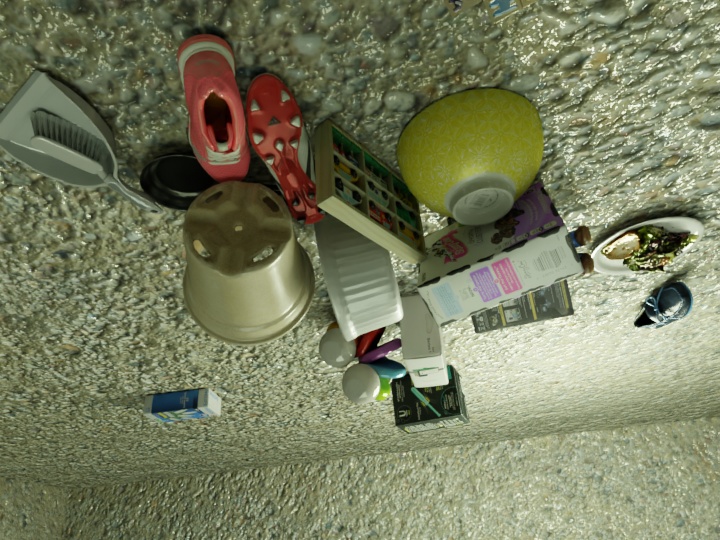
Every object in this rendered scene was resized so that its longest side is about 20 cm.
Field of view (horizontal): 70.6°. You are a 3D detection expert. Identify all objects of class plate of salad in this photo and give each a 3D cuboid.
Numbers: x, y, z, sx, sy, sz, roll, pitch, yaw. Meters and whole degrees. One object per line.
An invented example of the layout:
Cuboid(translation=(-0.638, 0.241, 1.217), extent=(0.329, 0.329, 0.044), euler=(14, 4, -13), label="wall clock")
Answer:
Cuboid(translation=(0.535, -0.034, 0.951), extent=(0.199, 0.048, 0.200), euler=(-4, 149, -2), label="plate of salad")

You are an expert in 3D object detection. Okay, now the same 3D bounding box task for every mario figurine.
Cuboid(translation=(0.287, -0.019, 0.863), extent=(0.199, 0.124, 0.106), euler=(-8, 147, 17), label="mario figurine")

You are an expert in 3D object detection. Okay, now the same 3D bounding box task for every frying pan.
Cuboid(translation=(-0.203, -0.129, 0.690), extent=(0.189, 0.031, 0.115), euler=(-12, 149, 6), label="frying pan")

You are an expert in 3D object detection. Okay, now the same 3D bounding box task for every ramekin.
Cuboid(translation=(0.000, 0.000, 0.786), extent=(0.097, 0.202, 0.201), euler=(-14, 150, 2), label="ramekin")

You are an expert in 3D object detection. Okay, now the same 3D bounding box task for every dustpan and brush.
Cuboid(translation=(-0.332, -0.134, 0.632), extent=(0.139, 0.058, 0.200), euler=(-25, 144, 30), label="dustpan and brush")

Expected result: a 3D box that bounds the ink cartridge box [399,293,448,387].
Cuboid(translation=(0.139, 0.156, 1.119), extent=(0.084, 0.147, 0.200), euler=(-9, 149, 9), label="ink cartridge box")

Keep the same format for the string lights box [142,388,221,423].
Cuboid(translation=(-0.535, 0.408, 1.535), extent=(0.198, 0.059, 0.103), euler=(-8, 149, 4), label="string lights box")

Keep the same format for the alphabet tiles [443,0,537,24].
Cuboid(translation=(0.153, -0.315, 0.449), extent=(0.199, 0.006, 0.166), euler=(-21, 146, 25), label="alphabet tiles")

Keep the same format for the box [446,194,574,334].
Cuboid(translation=(0.240, -0.010, 0.820), extent=(0.160, 0.201, 0.049), euler=(-14, -169, 17), label="box")

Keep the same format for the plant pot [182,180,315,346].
Cuboid(translation=(-0.159, -0.020, 0.699), extent=(0.199, 0.202, 0.184), euler=(-1, 155, -7), label="plant pot")

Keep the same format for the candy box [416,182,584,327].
Cuboid(translation=(0.183, -0.025, 0.708), extent=(0.199, 0.168, 0.072), euler=(-25, 111, 19), label="candy box")

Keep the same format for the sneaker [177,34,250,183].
Cuboid(translation=(-0.165, -0.156, 0.579), extent=(0.073, 0.087, 0.201), euler=(-11, 149, -11), label="sneaker")

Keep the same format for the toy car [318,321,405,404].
Cuboid(translation=(0.020, 0.177, 1.102), extent=(0.150, 0.201, 0.175), euler=(-37, 170, 16), label="toy car")

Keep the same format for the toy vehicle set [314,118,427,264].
Cuboid(translation=(0.017, -0.099, 0.682), extent=(0.026, 0.125, 0.200), euler=(-26, 145, 32), label="toy vehicle set")

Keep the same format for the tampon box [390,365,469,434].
Cuboid(translation=(0.208, 0.391, 1.529), extent=(0.199, 0.151, 0.126), euler=(-15, 148, 17), label="tampon box")

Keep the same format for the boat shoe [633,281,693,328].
Cuboid(translation=(0.686, 0.096, 1.159), extent=(0.068, 0.085, 0.200), euler=(-18, 147, -1), label="boat shoe")

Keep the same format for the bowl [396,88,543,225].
Cuboid(translation=(0.151, -0.125, 0.675), extent=(0.199, 0.108, 0.201), euler=(-4, 151, -2), label="bowl")

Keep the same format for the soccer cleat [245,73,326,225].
Cuboid(translation=(-0.092, -0.150, 0.640), extent=(0.068, 0.085, 0.201), euler=(-22, 126, -1), label="soccer cleat")
